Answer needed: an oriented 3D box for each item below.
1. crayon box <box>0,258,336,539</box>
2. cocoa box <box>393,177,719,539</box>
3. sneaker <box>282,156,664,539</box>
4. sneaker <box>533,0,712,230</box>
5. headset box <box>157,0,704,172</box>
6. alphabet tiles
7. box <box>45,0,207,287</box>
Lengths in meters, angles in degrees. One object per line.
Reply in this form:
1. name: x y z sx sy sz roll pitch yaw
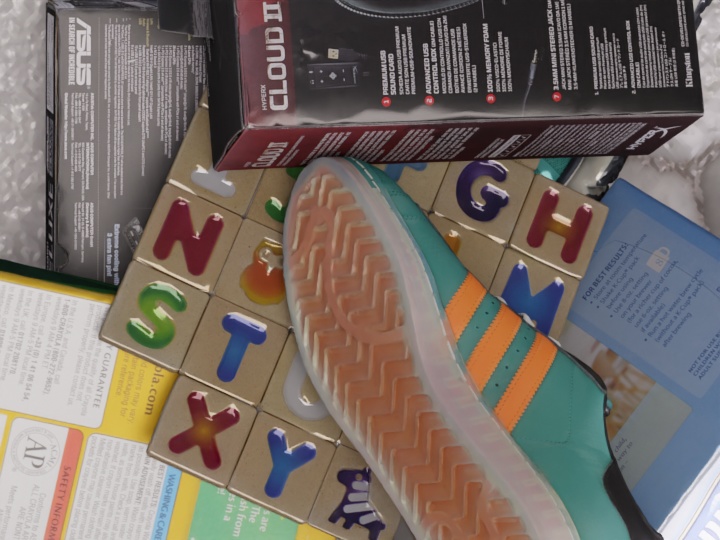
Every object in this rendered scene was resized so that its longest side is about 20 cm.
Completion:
1. crayon box: -0.084 0.074 1.098 0.199 0.052 0.127 13 95 -10
2. cocoa box: 0.114 0.092 1.127 0.200 0.133 0.131 -53 133 -1
3. sneaker: 0.041 0.043 1.045 0.080 0.071 0.201 -7 60 -42
4. sneaker: 0.080 -0.073 1.162 0.079 0.078 0.201 28 86 6
5. headset box: 0.020 -0.119 1.072 0.199 0.077 0.150 -4 80 -12
6. alphabet tiles: 0.000 0.000 1.085 0.166 0.006 0.201 24 73 -6
7. box: -0.049 -0.010 1.145 0.157 0.050 0.201 -1 97 -11
